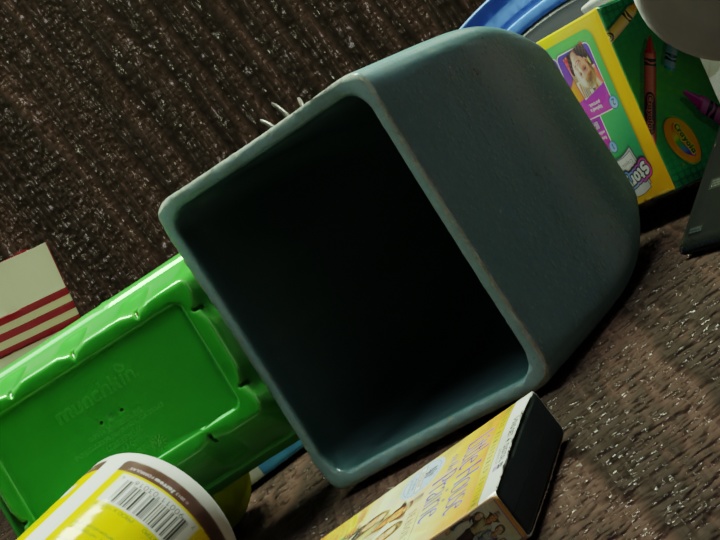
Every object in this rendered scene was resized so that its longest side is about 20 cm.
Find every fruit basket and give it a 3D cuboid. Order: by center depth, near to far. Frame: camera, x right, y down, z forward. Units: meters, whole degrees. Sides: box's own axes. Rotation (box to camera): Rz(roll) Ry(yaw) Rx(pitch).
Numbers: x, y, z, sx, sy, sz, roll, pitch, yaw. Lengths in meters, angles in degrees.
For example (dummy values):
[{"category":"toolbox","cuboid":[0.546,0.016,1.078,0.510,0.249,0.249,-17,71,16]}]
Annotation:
[{"category":"fruit basket","cuboid":[-0.130,0.096,1.703,0.215,0.156,0.216,-32,-4,-3]}]

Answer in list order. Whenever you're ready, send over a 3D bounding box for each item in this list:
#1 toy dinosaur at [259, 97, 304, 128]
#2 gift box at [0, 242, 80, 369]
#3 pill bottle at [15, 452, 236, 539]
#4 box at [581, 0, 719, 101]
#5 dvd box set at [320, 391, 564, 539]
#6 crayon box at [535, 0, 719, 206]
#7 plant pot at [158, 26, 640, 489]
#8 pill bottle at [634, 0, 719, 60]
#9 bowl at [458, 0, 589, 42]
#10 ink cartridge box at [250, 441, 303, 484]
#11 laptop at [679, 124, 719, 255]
[{"category":"toy dinosaur","cuboid":[0.027,-0.035,1.785,0.182,0.199,0.105,-58,-28,-3]},{"category":"gift box","cuboid":[-0.407,0.098,3.079,0.186,0.201,0.184,-24,-3,-27]},{"category":"pill bottle","cuboid":[-0.160,0.195,1.511,0.109,0.109,0.200,-30,11,48]},{"category":"box","cuboid":[0.262,-0.191,1.839,0.200,0.113,0.101,-28,12,47]},{"category":"dvd box set","cuboid":[0.005,0.144,1.338,0.200,0.029,0.146,-36,7,19]},{"category":"crayon box","cuboid":[0.139,-0.089,1.739,0.058,0.119,0.200,-23,-1,-30]},{"category":"plant pot","cuboid":[0.048,-0.028,1.615,0.196,0.196,0.200,-31,2,45]},{"category":"pill bottle","cuboid":[0.212,-0.218,1.649,0.114,0.114,0.200,-35,24,23]},{"category":"bowl","cuboid":[0.133,-0.157,2.008,0.200,0.039,0.201,-33,27,20]},{"category":"ink cartridge box","cuboid":[-0.126,0.134,1.889,0.200,0.068,0.115,-37,6,9]},{"category":"laptop","cuboid":[0.286,-0.090,1.497,0.201,0.115,0.187,-70,15,-13]}]
